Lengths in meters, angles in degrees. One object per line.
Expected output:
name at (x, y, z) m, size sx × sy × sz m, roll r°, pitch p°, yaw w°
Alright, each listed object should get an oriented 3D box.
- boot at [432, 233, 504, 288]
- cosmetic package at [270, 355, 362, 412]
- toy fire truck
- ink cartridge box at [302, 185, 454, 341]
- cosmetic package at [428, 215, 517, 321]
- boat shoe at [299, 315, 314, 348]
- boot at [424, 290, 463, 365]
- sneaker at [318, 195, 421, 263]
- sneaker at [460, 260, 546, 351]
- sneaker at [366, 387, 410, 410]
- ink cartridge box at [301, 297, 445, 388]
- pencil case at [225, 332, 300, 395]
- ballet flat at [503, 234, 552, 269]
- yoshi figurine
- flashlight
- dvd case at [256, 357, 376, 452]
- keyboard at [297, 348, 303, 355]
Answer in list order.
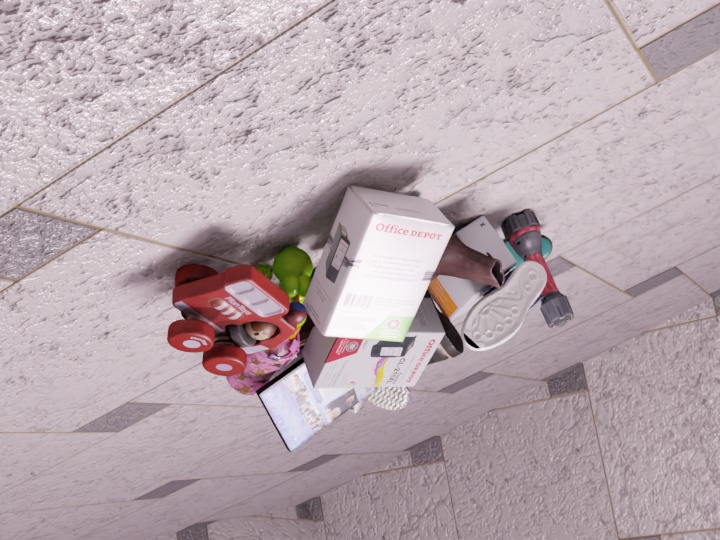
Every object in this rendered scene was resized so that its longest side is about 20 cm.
boot at (0.155, -0.002, 1.744) m, size 0.073 × 0.165 × 0.200 m, roll -61°, pitch 161°, yaw -13°
cosmetic package at (-0.086, 0.187, 1.952) m, size 0.197 × 0.084 × 0.051 m, roll 18°, pitch -171°, yaw 9°
toy fire truck at (-0.170, 0.063, 1.516) m, size 0.166 × 0.114 × 0.200 m, roll -14°, pitch 146°, yaw 26°
ink cartridge box at (0.024, -0.007, 1.513) m, size 0.144 × 0.084 × 0.202 m, roll 7°, pitch 118°, yaw -32°
cosmetic package at (0.184, 0.001, 1.860) m, size 0.071 × 0.102 × 0.200 m, roll -29°, pitch 167°, yaw -26°
boat shoe at (-0.057, 0.076, 1.853) m, size 0.199 × 0.068 × 0.072 m, roll -31°, pitch 171°, yaw 4°
boot at (0.074, 0.100, 1.897) m, size 0.137 × 0.201 × 0.078 m, roll -30°, pitch -166°, yaw 25°
sneaker at (0.017, -0.044, 1.609) m, size 0.200 × 0.081 × 0.076 m, roll -46°, pitch 156°, yaw 10°
sneaker at (0.227, 0.077, 1.787) m, size 0.200 × 0.080 × 0.147 m, roll -45°, pitch 174°, yaw -22°
sneaker at (0.011, 0.193, 2.012) m, size 0.070 × 0.198 × 0.099 m, roll -68°, pitch 168°, yaw 13°
ink cartridge box at (0.022, 0.120, 1.778) m, size 0.197 × 0.083 × 0.147 m, roll 2°, pitch 135°, yaw -27°
pencil case at (-0.171, 0.146, 1.819) m, size 0.082 × 0.088 × 0.200 m, roll -9°, pitch 161°, yaw -28°
ballet flat at (0.263, -0.022, 2.000) m, size 0.198 × 0.068 × 0.064 m, roll -23°, pitch -170°, yaw 8°
yoshi figurine at (-0.111, 0.029, 1.633) m, size 0.112 × 0.112 × 0.200 m, roll -35°, pitch 173°, yaw -26°
flashlight at (0.311, -0.003, 1.853) m, size 0.067 × 0.202 × 0.068 m, roll -6°, pitch 156°, yaw -38°
dvd case at (-0.072, 0.207, 1.855) m, size 0.199 × 0.018 × 0.144 m, roll -34°, pitch 122°, yaw -15°
keyboard at (-0.053, 0.139, 1.924) m, size 0.198 × 0.011 × 0.056 m, roll -6°, pitch 169°, yaw -45°
